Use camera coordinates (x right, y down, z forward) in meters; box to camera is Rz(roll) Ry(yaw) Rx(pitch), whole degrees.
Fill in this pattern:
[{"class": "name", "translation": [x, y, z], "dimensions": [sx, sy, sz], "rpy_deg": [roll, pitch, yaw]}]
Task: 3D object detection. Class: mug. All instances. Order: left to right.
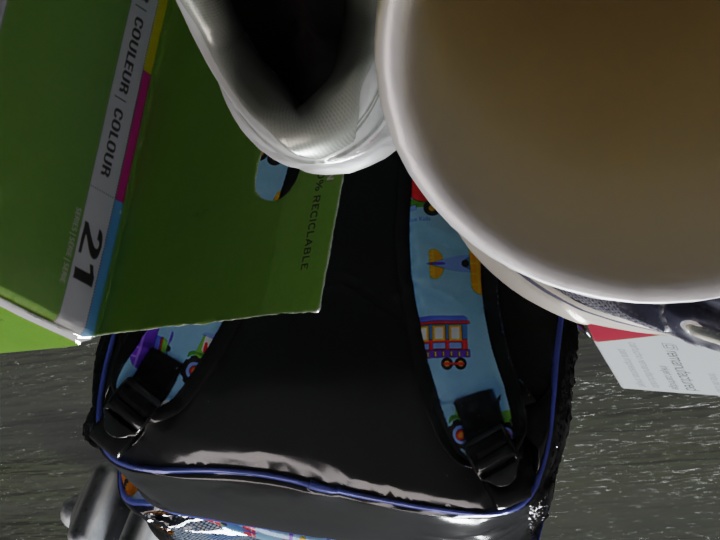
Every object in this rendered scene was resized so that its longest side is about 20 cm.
[{"class": "mug", "translation": [0.081, -0.109, 0.601], "dimensions": [0.149, 0.153, 0.187], "rpy_deg": [23, 119, -19]}]

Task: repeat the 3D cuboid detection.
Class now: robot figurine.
[{"class": "robot figurine", "translation": [-0.132, 0.197, 1.719], "dimensions": [0.169, 0.113, 0.200], "rpy_deg": [19, 167, 27]}]

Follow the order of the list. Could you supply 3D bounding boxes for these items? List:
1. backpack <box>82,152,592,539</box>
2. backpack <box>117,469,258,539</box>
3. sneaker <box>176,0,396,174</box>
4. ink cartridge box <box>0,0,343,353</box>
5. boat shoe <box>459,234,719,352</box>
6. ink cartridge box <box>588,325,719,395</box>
[{"class": "backpack", "translation": [0.000, 0.000, 0.925], "dimensions": [0.182, 0.201, 0.135], "rpy_deg": [6, 162, 9]}, {"class": "backpack", "translation": [-0.015, 0.028, 1.072], "dimensions": [0.189, 0.201, 0.154], "rpy_deg": [-5, 161, 5]}, {"class": "sneaker", "translation": [-0.029, -0.120, 0.621], "dimensions": [0.078, 0.201, 0.099], "rpy_deg": [-22, -174, 5]}, {"class": "ink cartridge box", "translation": [-0.096, -0.057, 0.782], "dimensions": [0.199, 0.149, 0.076], "rpy_deg": [-8, 154, 41]}, {"class": "boat shoe", "translation": [0.117, -0.015, 0.770], "dimensions": [0.199, 0.075, 0.093], "rpy_deg": [21, 159, 17]}, {"class": "ink cartridge box", "translation": [0.196, -0.003, 0.997], "dimensions": [0.199, 0.083, 0.146], "rpy_deg": [4, 160, 19]}]
